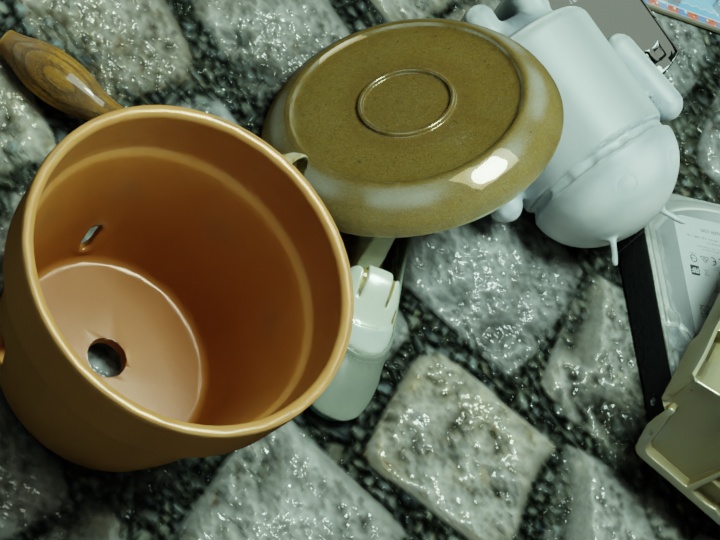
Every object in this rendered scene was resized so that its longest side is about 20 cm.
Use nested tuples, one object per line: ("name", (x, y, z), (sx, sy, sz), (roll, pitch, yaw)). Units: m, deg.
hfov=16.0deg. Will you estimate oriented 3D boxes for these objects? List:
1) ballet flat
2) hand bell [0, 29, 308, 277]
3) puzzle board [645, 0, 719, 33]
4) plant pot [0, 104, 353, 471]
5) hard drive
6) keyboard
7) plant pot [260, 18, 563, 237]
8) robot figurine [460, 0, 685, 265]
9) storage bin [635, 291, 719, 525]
("ballet flat", (0.000, 0.000, 1.615), (0.067, 0.064, 0.201), (25, 50, -19))
("hand bell", (-0.142, -0.084, 1.577), (0.200, 0.104, 0.104), (35, 45, 8))
("puzzle board", (0.245, -0.259, 1.993), (0.199, 0.017, 0.152), (15, 53, -26))
("plant pot", (-0.121, 0.026, 1.452), (0.199, 0.140, 0.201), (13, 60, -23))
("hard drive", (0.253, 0.044, 1.782), (0.139, 0.038, 0.201), (12, 56, -28))
("keyboard", (0.162, -0.217, 1.896), (0.104, 0.040, 0.201), (-31, 81, -12))
("plant pot", (0.031, -0.101, 1.646), (0.199, 0.028, 0.201), (-6, 45, 6))
("robot figurine", (0.141, -0.099, 1.745), (0.169, 0.113, 0.201), (-31, 80, -19))
("storage bin", (0.302, 0.088, 1.698), (0.198, 0.094, 0.200), (40, 49, -7))
